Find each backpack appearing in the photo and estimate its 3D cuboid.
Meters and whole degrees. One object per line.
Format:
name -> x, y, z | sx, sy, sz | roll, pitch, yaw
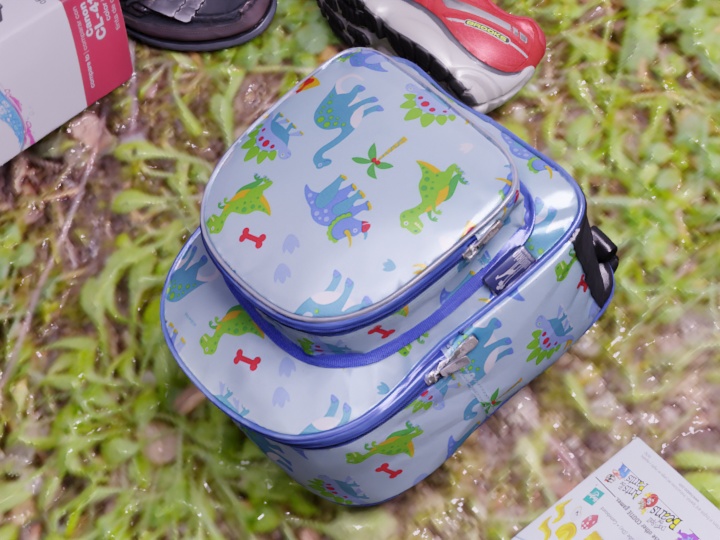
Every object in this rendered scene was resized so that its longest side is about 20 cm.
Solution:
backpack -> 0.000, 0.000, 0.763 | 0.200, 0.147, 0.183 | -46, 54, -3

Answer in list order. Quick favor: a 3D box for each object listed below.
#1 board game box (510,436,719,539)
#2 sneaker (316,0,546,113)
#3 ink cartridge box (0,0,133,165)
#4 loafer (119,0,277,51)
board game box -> 0.085, 0.186, 0.629 | 0.200, 0.103, 0.105 | -38, 25, -2
sneaker -> 0.032, -0.165, 0.897 | 0.085, 0.077, 0.200 | -36, 61, -14
ink cartridge box -> -0.263, -0.127, 0.935 | 0.147, 0.086, 0.200 | 24, 46, 29
loafer -> -0.147, -0.196, 0.981 | 0.199, 0.063, 0.072 | 20, 72, 30
